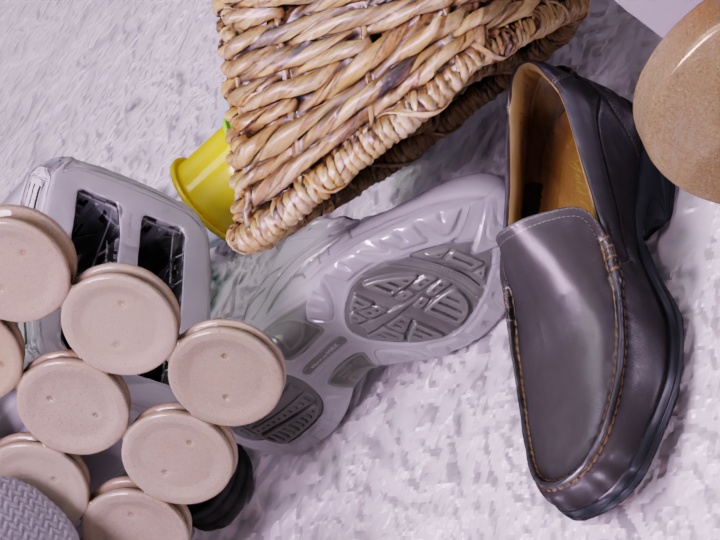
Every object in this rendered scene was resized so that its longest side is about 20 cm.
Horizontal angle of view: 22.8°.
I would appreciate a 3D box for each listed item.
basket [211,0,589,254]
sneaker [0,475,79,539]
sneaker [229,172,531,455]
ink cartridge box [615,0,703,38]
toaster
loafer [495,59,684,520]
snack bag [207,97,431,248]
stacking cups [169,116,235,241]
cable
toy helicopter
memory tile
[{"bbox_3d":[0.029,-0.095,0.787,0.143,0.149,0.200,-3,8,15],"label":"basket"},{"bbox_3d":[-0.148,0.197,0.783,0.114,0.075,0.200,-34,77,36],"label":"sneaker"},{"bbox_3d":[0.000,0.000,0.827,0.200,0.078,0.099,-34,33,34],"label":"sneaker"},{"bbox_3d":[0.198,-0.180,0.689,0.200,0.086,0.147,-29,39,43],"label":"ink cartridge box"},{"bbox_3d":[-0.145,0.041,0.871,0.129,0.114,0.200,-45,32,40],"label":"toaster"},{"bbox_3d":[0.079,0.003,0.703,0.073,0.072,0.200,-33,38,35],"label":"loafer"},{"bbox_3d":[-0.016,-0.111,1.015,0.200,0.021,0.189,-23,44,42],"label":"snack bag"},{"bbox_3d":[-0.008,-0.094,0.924,0.200,0.060,0.061,-39,33,19],"label":"stacking cups"},{"bbox_3d":[-0.098,0.077,0.956,0.097,0.050,0.200,-48,39,-13],"label":"cable"},{"bbox_3d":[0.173,-0.099,0.598,0.200,0.132,0.079,-42,32,25],"label":"toy helicopter"},{"bbox_3d":[-0.133,0.074,0.784,0.200,0.153,0.017,-59,10,31],"label":"memory tile"}]
